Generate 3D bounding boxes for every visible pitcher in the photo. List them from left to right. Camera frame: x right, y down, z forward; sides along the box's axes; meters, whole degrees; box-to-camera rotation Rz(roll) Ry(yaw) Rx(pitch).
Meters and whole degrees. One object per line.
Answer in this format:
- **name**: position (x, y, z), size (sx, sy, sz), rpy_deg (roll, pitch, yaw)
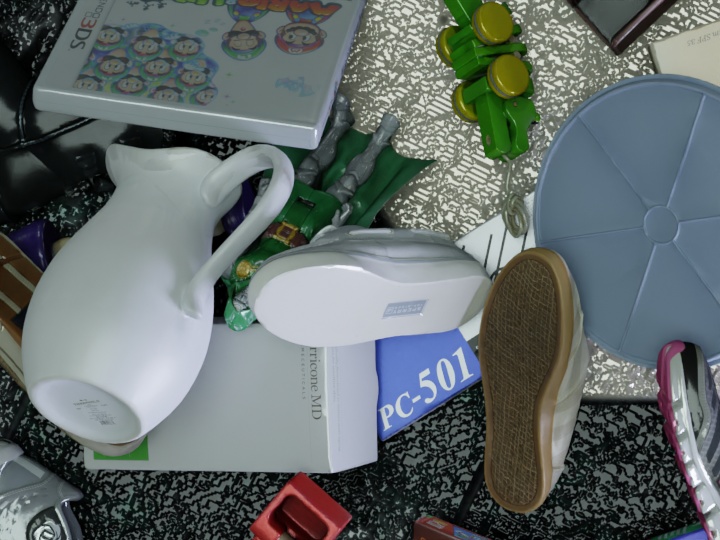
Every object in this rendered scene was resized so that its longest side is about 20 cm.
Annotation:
- **pitcher**: position (-0.132, 0.006, 1.423), size (0.171, 0.121, 0.201), rpy_deg (-12, 47, 40)

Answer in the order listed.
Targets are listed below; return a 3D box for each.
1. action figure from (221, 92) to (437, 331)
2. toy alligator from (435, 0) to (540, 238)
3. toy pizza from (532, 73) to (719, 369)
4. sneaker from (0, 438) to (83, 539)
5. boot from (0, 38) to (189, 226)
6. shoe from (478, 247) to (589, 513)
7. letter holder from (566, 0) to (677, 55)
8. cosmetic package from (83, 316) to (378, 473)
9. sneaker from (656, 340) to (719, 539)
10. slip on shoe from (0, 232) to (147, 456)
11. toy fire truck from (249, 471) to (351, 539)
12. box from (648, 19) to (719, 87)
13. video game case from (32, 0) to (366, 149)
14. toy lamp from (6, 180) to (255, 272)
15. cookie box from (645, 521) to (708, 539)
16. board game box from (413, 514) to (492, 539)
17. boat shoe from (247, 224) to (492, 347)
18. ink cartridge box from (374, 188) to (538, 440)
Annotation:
- **action figure**: position (-0.040, -0.035, 1.495), size (0.117, 0.055, 0.201), rpy_deg (21, 58, 16)
- **toy alligator**: position (0.102, -0.122, 1.517), size (0.054, 0.059, 0.202), rpy_deg (-9, 79, -34)
- **toy pizza**: position (0.209, -0.033, 1.452), size (0.199, 0.032, 0.202), rpy_deg (6, 102, 31)
- **sneaker**: position (-0.266, 0.235, 1.578), size (0.115, 0.075, 0.201), rpy_deg (27, 95, 4)
- **boot**: position (-0.223, -0.136, 1.558), size (0.161, 0.073, 0.200), rpy_deg (-19, 94, 9)
- **shoe**: position (0.121, 0.071, 1.492), size (0.069, 0.053, 0.202), rpy_deg (20, 121, 29)
- **letter holder**: position (0.213, -0.254, 1.456), size (0.200, 0.142, 0.101), rpy_deg (-43, 86, 7)
- **cosmetic package**: position (-0.092, 0.086, 1.518), size (0.198, 0.085, 0.109), rpy_deg (-3, 91, 26)
- **sneaker**: position (0.259, 0.132, 1.427), size (0.087, 0.074, 0.201), rpy_deg (-22, 95, 5)
- **slip on shoe**: position (-0.222, 0.056, 1.503), size (0.200, 0.061, 0.076), rpy_deg (42, 60, 11)
- **toy fire truck**: position (-0.071, 0.216, 1.501), size (0.049, 0.141, 0.200), rpy_deg (39, 108, 5)
- **box**: position (0.271, -0.074, 1.487), size (0.094, 0.078, 0.202), rpy_deg (-19, 89, 8)
- **video game case**: position (-0.107, -0.159, 1.499), size (0.198, 0.183, 0.024), rpy_deg (9, 131, 7)
- **toy lamp**: position (-0.174, -0.021, 1.563), size (0.198, 0.058, 0.059), rpy_deg (-12, 90, 9)
- **cookie box**: position (0.245, 0.264, 1.504), size (0.198, 0.075, 0.173), rpy_deg (-21, 87, 8)
- **board game box**: position (0.115, 0.248, 1.487), size (0.199, 0.019, 0.104), rpy_deg (17, 112, 39)
- **boat shoe**: position (0.000, 0.000, 1.440), size (0.069, 0.199, 0.072), rpy_deg (52, 134, 36)
- **ink cartridge box**: position (0.077, 0.029, 1.535), size (0.199, 0.044, 0.094), rpy_deg (-33, 86, 8)
